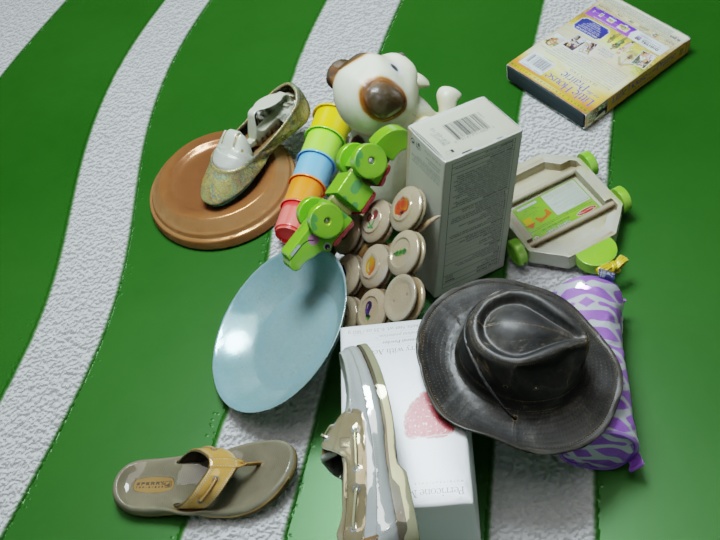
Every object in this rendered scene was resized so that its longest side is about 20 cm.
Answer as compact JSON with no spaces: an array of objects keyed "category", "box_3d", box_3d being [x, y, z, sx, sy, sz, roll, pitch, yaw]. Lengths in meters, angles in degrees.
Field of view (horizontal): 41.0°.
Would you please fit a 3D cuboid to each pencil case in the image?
[{"category":"pencil case","box_3d":[0.236,0.101,0.977,0.085,0.084,0.201,21,52,-18]}]

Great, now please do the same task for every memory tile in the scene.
[{"category":"memory tile","box_3d":[0.000,0.000,1.048,0.200,0.017,0.154,-20,61,48]}]

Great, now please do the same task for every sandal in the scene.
[{"category":"sandal","box_3d":[-0.164,0.211,0.988,0.199,0.054,0.081,-6,51,7]}]

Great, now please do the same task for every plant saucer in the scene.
[{"category":"plant saucer","box_3d":[-0.182,-0.115,1.259,0.199,0.038,0.201,-6,52,8]},{"category":"plant saucer","box_3d":[-0.080,0.068,1.059,0.201,0.039,0.202,-26,48,32]}]

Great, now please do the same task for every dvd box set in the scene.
[{"category":"dvd box set","box_3d":[0.317,-0.283,1.287,0.200,0.029,0.146,-37,55,-18]}]

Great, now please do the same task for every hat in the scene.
[{"category":"hat","box_3d":[0.154,0.067,0.886,0.200,0.081,0.201,5,53,-7]}]

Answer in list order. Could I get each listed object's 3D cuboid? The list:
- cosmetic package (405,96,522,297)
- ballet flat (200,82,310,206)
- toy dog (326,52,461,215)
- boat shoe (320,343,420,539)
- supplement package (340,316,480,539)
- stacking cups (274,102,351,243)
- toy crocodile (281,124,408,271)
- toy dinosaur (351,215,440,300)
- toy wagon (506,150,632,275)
[{"category":"cosmetic package","box_3d":[0.108,-0.077,1.053,0.103,0.200,0.073,-23,51,-22]},{"category":"ballet flat","box_3d":[-0.139,-0.168,1.226,0.071,0.071,0.200,28,62,29]},{"category":"toy dog","box_3d":[0.026,-0.168,1.142,0.193,0.200,0.140,-26,44,-10]},{"category":"boat shoe","box_3d":[-0.002,0.152,0.833,0.068,0.075,0.200,-11,52,-3]},{"category":"supplement package","box_3d":[0.048,0.163,0.938,0.121,0.120,0.201,-6,52,6]},{"category":"stacking cups","box_3d":[-0.065,-0.122,1.231,0.060,0.061,0.200,9,59,19]},{"category":"toy crocodile","box_3d":[-0.014,-0.080,1.043,0.200,0.062,0.067,-53,20,-7]},{"category":"toy dinosaur","box_3d":[0.015,-0.017,1.079,0.060,0.107,0.200,4,5,-23]},{"category":"toy wagon","box_3d":[0.237,-0.057,1.123,0.155,0.040,0.200,-26,53,-8]}]
